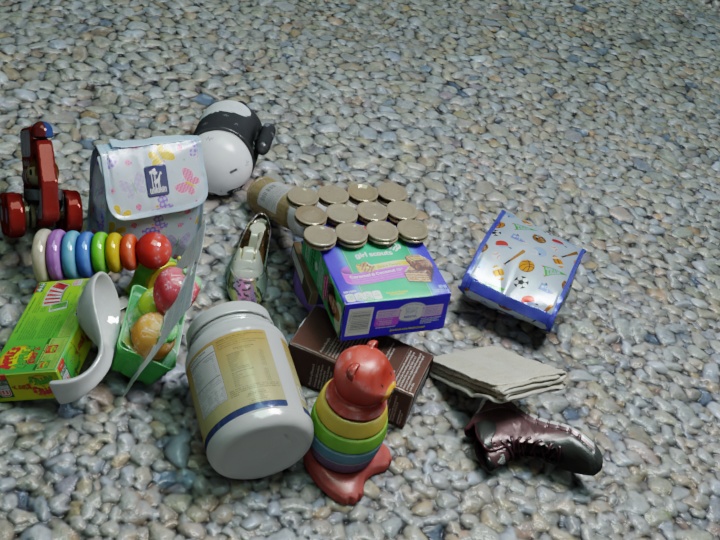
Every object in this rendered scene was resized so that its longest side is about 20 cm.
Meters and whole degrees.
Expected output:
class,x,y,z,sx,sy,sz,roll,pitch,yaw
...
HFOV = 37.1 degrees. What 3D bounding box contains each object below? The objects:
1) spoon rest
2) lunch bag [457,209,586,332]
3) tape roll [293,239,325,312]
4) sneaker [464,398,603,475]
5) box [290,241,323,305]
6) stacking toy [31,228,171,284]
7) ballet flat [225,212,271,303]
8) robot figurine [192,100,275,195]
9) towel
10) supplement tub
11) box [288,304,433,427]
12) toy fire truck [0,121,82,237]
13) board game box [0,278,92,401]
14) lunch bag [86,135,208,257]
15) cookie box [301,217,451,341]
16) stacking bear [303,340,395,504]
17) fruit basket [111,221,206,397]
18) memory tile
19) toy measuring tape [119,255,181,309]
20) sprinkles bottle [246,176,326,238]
class,x,y,z,sx,sy,sz,roll,pitch,yaw
spoon rest,-0.354,0.088,1.431,0.060,0.100,0.202,-4,44,12
lunch bag,0.263,0.014,1.773,0.168,0.125,0.200,23,31,10
tape roll,-0.008,0.008,1.737,0.197,0.066,0.202,10,37,-7
sneaker,0.232,0.258,1.510,0.198,0.077,0.115,24,43,29
box,0.000,0.000,1.671,0.197,0.033,0.122,-1,41,-21
stacking toy,-0.377,-0.022,1.579,0.196,0.086,0.086,-2,38,2
ballet flat,-0.175,-0.023,1.714,0.068,0.072,0.201,10,38,-4
robot figurine,-0.238,-0.219,1.897,0.124,0.151,0.201,30,34,-15
towel,0.200,0.153,1.588,0.131,0.035,0.199,-7,12,-27
supplement tub,-0.152,0.156,1.419,0.142,0.145,0.202,-4,50,-23
box,-0.004,0.139,1.569,0.198,0.076,0.100,24,39,9
toy fire truck,-0.496,-0.141,1.648,0.110,0.171,0.199,-6,6,-23
board game box,-0.425,0.092,1.481,0.100,0.048,0.201,-5,36,12
lunch bag,-0.333,-0.114,1.670,0.167,0.202,0.128,-9,43,-28
cookie box,0.019,0.002,1.586,0.168,0.076,0.201,-5,42,-21
stacking bear,-0.008,0.184,1.405,0.113,0.202,0.121,30,40,19
fruit basket,-0.264,0.057,1.485,0.093,0.200,0.187,32,31,-23
memory tile,-0.006,-0.083,1.610,0.197,0.017,0.154,-4,39,-20
toy measuring tape,-0.335,0.019,1.610,0.073,0.074,0.199,37,43,27
sprinkles bottle,-0.122,-0.106,1.777,0.067,0.069,0.199,-9,19,-27
